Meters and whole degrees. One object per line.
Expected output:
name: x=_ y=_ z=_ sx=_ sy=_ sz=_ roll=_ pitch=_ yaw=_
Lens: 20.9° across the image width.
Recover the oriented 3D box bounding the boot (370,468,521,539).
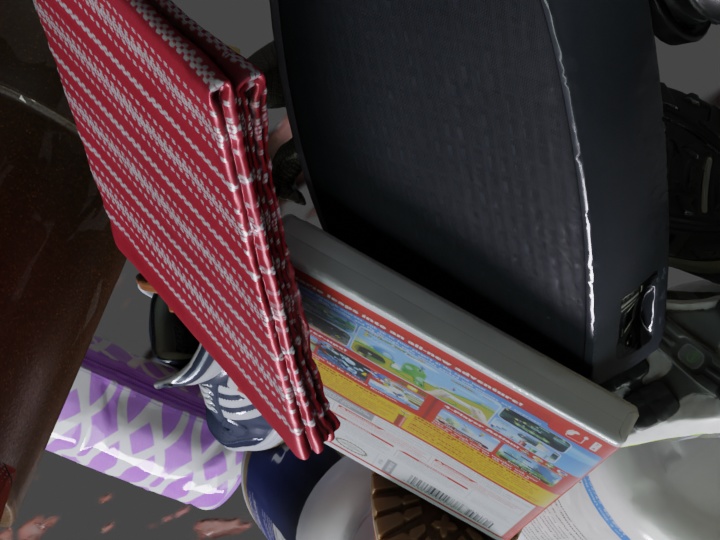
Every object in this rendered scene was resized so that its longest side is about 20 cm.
boot: x=0.039 y=0.095 z=0.936 sx=0.075 sy=0.200 sz=0.107 roll=12 pitch=133 yaw=-3

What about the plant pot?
plant pot: x=-0.192 y=-0.003 z=0.838 sx=0.200 sy=0.199 sz=0.200 roll=13 pitch=155 yaw=6

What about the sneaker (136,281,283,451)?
sneaker: x=-0.076 y=0.046 z=1.043 sx=0.108 sy=0.070 sz=0.200 roll=-4 pitch=157 yaw=-26

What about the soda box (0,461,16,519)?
soda box: x=-0.210 y=0.113 z=0.780 sx=0.068 sy=0.064 sz=0.200 roll=26 pitch=152 yaw=-22

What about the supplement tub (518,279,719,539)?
supplement tub: x=0.141 y=0.082 z=0.931 sx=0.132 sy=0.132 sz=0.200 roll=19 pitch=167 yaw=-10

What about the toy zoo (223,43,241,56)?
toy zoo: x=-0.116 y=-0.072 z=0.912 sx=0.131 sy=0.021 sz=0.200 roll=12 pitch=155 yaw=6

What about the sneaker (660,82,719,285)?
sneaker: x=0.156 y=-0.019 z=0.820 sx=0.200 sy=0.074 sz=0.079 roll=17 pitch=160 yaw=-7

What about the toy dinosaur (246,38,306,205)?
toy dinosaur: x=0.018 y=-0.067 z=0.782 sx=0.200 sy=0.103 sz=0.077 roll=13 pitch=174 yaw=27

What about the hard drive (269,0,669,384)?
hard drive: x=0.035 y=-0.046 z=0.657 sx=0.135 sy=0.042 sz=0.200 roll=19 pitch=143 yaw=27

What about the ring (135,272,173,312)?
ring: x=0.000 y=0.000 z=0.872 sx=0.200 sy=0.019 sz=0.200 roll=-6 pitch=-175 yaw=1

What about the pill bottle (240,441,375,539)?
pill bottle: x=0.008 y=0.137 z=1.087 sx=0.111 sy=0.111 sz=0.200 roll=24 pitch=-176 yaw=-21

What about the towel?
towel: x=-0.063 y=-0.035 z=0.673 sx=0.145 sy=0.022 sz=0.200 roll=45 pitch=159 yaw=34

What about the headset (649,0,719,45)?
headset: x=0.126 y=-0.132 z=0.625 sx=0.199 sy=0.094 sz=0.123 roll=10 pitch=160 yaw=-29

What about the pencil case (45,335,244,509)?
pencil case: x=-0.154 y=0.076 z=1.183 sx=0.200 sy=0.084 sz=0.085 roll=25 pitch=130 yaw=-26

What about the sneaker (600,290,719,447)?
sneaker: x=0.133 y=0.041 z=0.788 sx=0.199 sy=0.074 sz=0.081 roll=-1 pitch=170 yaw=27

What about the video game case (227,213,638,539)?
video game case: x=0.019 y=0.050 z=0.767 sx=0.143 sy=0.017 sz=0.200 roll=29 pitch=161 yaw=2
